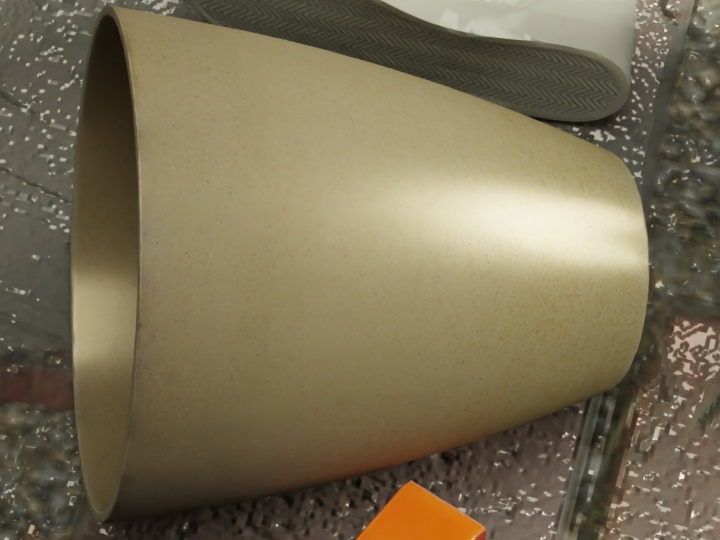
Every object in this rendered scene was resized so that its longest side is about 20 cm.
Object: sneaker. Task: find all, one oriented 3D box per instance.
[{"bbox_3d":[0.027,-0.141,0.928,0.199,0.074,0.116,14,59,-2],"label":"sneaker"}]

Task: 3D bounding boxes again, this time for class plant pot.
[{"bbox_3d":[0.000,0.000,0.796,0.199,0.188,0.188,1,59,-14],"label":"plant pot"}]

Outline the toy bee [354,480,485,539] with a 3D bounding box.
[{"bbox_3d":[-0.034,0.160,0.747,0.199,0.109,0.131,-15,48,-36],"label":"toy bee"}]
